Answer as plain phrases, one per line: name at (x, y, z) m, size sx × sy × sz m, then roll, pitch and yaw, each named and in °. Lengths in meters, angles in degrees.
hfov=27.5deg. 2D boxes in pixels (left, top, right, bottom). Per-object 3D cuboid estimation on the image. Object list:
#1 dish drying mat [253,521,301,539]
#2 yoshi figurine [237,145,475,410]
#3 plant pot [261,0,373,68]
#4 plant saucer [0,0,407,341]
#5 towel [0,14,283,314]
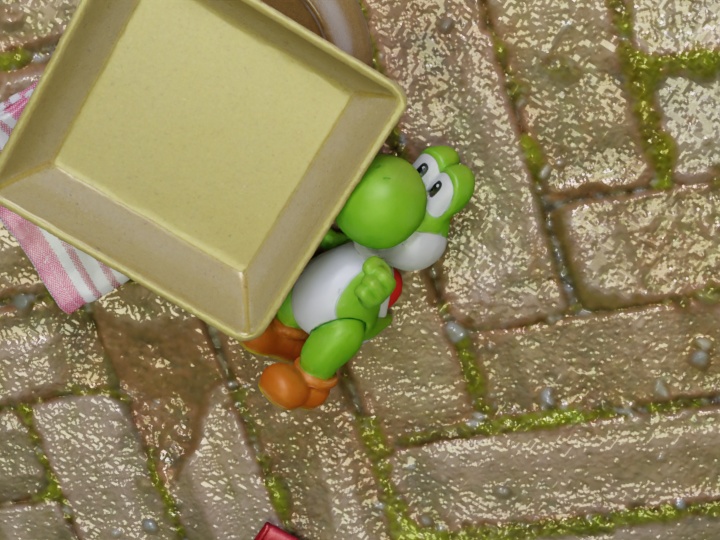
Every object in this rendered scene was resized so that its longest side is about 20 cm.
dish drying mat at (-0.007, 0.271, 1.133) m, size 0.200 × 0.018 × 0.077 m, roll 32°, pitch 114°, yaw -8°
yoshi figurine at (-0.012, -0.007, 0.968) m, size 0.112 × 0.112 × 0.200 m, roll 39°, pitch 109°, yaw -3°
plant pot at (-0.092, -0.133, 0.964) m, size 0.199 × 0.028 × 0.201 m, roll 2°, pitch 113°, yaw 6°
plant saucer at (-0.102, -0.085, 0.921) m, size 0.200 × 0.048 × 0.200 m, roll 30°, pitch 110°, yaw -8°
towel at (-0.157, -0.072, 0.968) m, size 0.200 × 0.030 × 0.147 m, roll -29°, pitch 108°, yaw 17°
